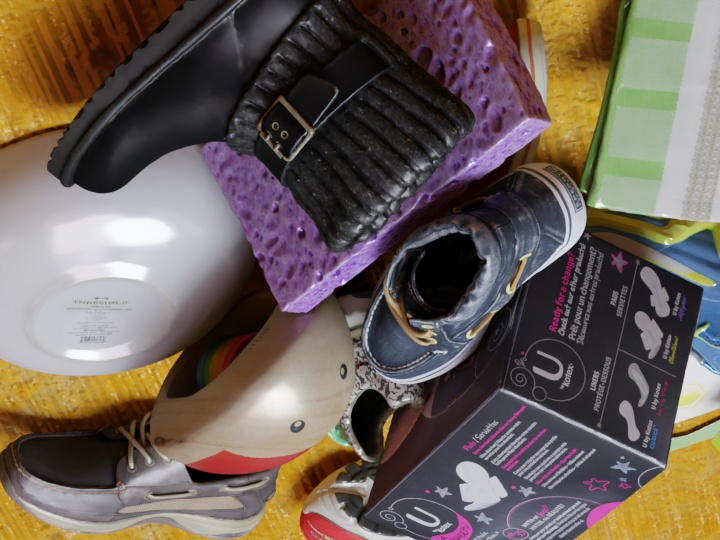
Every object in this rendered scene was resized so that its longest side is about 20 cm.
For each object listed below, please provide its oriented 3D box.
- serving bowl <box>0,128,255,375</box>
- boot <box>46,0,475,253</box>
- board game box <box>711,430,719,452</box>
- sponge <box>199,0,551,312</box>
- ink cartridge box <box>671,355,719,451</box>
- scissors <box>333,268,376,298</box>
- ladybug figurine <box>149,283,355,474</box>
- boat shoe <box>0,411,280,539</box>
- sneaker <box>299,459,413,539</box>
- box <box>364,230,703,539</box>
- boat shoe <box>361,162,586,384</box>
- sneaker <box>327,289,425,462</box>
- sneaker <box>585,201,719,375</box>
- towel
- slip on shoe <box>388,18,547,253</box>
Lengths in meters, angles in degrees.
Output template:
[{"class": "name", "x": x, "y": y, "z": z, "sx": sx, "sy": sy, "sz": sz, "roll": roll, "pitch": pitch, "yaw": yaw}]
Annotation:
[{"class": "serving bowl", "x": -0.154, "y": 0.003, "z": 1.618, "sx": 0.199, "sy": 0.066, "sz": 0.201, "roll": -7, "pitch": 145, "yaw": -5}, {"class": "boot", "x": -0.057, "y": -0.067, "z": 1.467, "sx": 0.158, "sy": 0.079, "sz": 0.211, "roll": 48, "pitch": 123, "yaw": -4}, {"class": "board game box", "x": 0.318, "y": 0.051, "z": 1.760, "sx": 0.101, "sy": 0.048, "sz": 0.200, "roll": -22, "pitch": 156, "yaw": -48}, {"class": "sponge", "x": 0.005, "y": -0.074, "z": 1.517, "sx": 0.200, "sy": 0.112, "sz": 0.030, "roll": -37, "pitch": 159, "yaw": 31}, {"class": "ink cartridge box", "x": 0.203, "y": 0.084, "z": 1.843, "sx": 0.145, "sy": 0.048, "sz": 0.200, "roll": -19, "pitch": 141, "yaw": 9}, {"class": "scissors", "x": 0.000, "y": 0.000, "z": 1.668, "sx": 0.073, "sy": 0.014, "sz": 0.200, "roll": 3, "pitch": 154, "yaw": -10}, {"class": "ladybug figurine", "x": -0.059, "y": 0.068, "z": 1.639, "sx": 0.072, "sy": 0.136, "sz": 0.200, "roll": 43, "pitch": 167, "yaw": -13}, {"class": "boat shoe", "x": -0.139, "y": 0.122, "z": 1.789, "sx": 0.199, "sy": 0.075, "sz": 0.073, "roll": 6, "pitch": 132, "yaw": -36}, {"class": "sneaker", "x": 0.047, "y": 0.180, "z": 1.921, "sx": 0.199, "sy": 0.077, "sz": 0.085, "roll": 20, "pitch": 146, "yaw": -26}, {"class": "box", "x": 0.101, "y": 0.078, "z": 1.661, "sx": 0.114, "sy": 0.133, "sz": 0.200, "roll": 25, "pitch": 147, "yaw": -13}, {"class": "boat shoe", "x": 0.038, "y": 0.012, "z": 1.546, "sx": 0.091, "sy": 0.071, "sz": 0.200, "roll": -27, "pitch": 166, "yaw": -43}, {"class": "sneaker", "x": -0.012, "y": 0.080, "z": 1.718, "sx": 0.076, "sy": 0.089, "sz": 0.200, "roll": 6, "pitch": 155, "yaw": -22}, {"class": "sneaker", "x": 0.197, "y": 0.013, "z": 1.693, "sx": 0.199, "sy": 0.105, "sz": 0.076, "roll": -3, "pitch": 143, "yaw": -13}, {"class": "towel", "x": 0.227, "y": -0.097, "z": 1.568, "sx": 0.199, "sy": 0.031, "sz": 0.150, "roll": 7, "pitch": 102, "yaw": -21}, {"class": "slip on shoe", "x": 0.054, "y": -0.070, "z": 1.574, "sx": 0.061, "sy": 0.074, "sz": 0.200, "roll": 9, "pitch": 144, "yaw": -21}]
